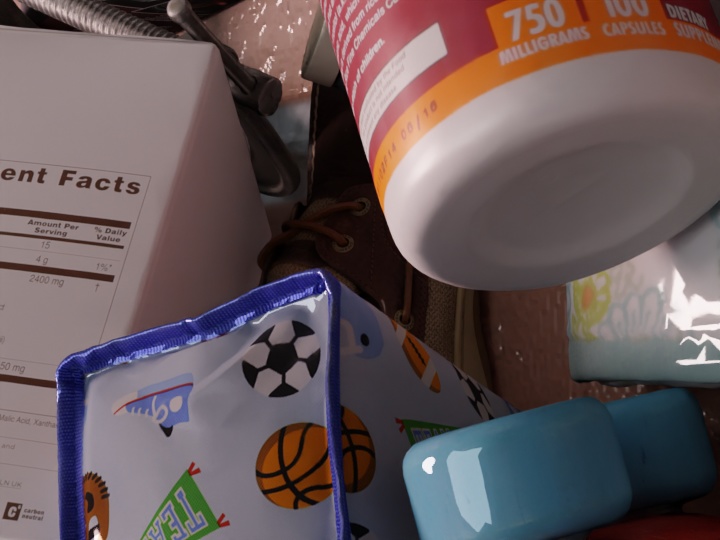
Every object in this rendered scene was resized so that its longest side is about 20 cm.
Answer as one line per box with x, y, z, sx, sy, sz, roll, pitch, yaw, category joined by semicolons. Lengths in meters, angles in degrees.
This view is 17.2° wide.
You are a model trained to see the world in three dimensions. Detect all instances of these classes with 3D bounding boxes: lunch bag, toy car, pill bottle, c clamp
-0.008;0.130;0.724;0.123;0.170;0.202;-21;61;25;lunch bag
0.140;0.112;0.659;0.199;0.177;0.186;-17;82;23;toy car
0.038;-0.105;0.730;0.113;0.112;0.201;-45;53;43;pill bottle
-0.097;-0.090;0.939;0.199;0.171;0.027;24;75;35;c clamp

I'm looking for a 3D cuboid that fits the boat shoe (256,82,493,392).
0.000;0.000;0.883;0.072;0.072;0.202;-19;73;51;boat shoe

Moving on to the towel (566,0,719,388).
0.135;-0.047;0.726;0.199;0.048;0.173;-2;85;54;towel

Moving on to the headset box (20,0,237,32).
-0.081;-0.188;0.996;0.199;0.075;0.150;-16;77;52;headset box

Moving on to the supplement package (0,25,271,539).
-0.117;0.030;0.832;0.122;0.119;0.201;76;-156;-55;supplement package

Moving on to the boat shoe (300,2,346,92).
0.040;-0.153;0.858;0.073;0.062;0.201;-114;45;-80;boat shoe
